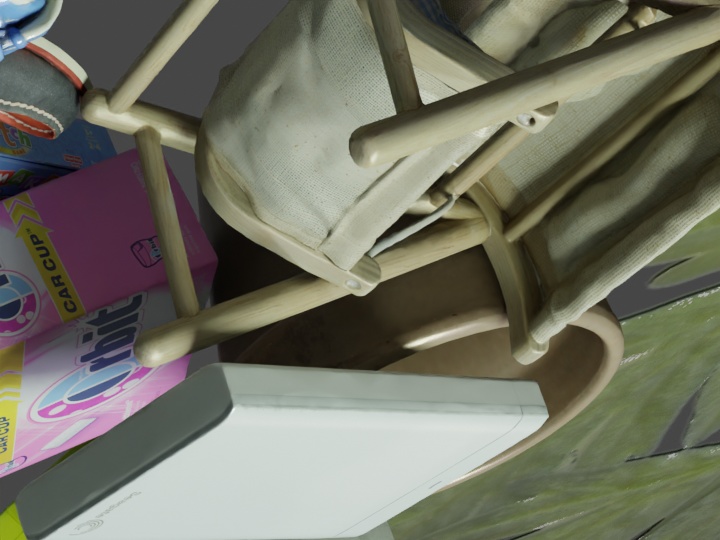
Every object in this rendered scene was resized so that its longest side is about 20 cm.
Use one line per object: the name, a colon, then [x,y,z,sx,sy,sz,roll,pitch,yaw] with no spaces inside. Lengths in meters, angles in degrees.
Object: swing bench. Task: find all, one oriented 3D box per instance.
swing bench: [0.028,-0.056,1.000,0.200,0.130,0.199,-1,155,-31]

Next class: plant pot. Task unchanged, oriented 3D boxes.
plant pot: [0.000,0.000,1.220,0.200,0.175,0.200,-20,157,-9]

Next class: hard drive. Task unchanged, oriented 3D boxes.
hard drive: [-0.030,0.080,1.103,0.132,0.027,0.200,-34,154,34]

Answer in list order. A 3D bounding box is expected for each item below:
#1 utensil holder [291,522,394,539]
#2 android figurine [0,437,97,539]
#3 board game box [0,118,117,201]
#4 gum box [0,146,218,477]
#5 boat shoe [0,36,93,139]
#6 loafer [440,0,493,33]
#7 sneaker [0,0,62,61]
utensil holder: [-0.075,0.228,1.654,0.200,0.170,0.170,-17,156,-9]
android figurine: [-0.175,0.144,1.419,0.182,0.041,0.200,-48,179,42]
board game box: [-0.225,-0.009,1.163,0.200,0.037,0.151,-36,155,27]
gum box: [-0.140,0.027,1.199,0.113,0.066,0.200,-23,163,-18]
boat shoe: [-0.180,-0.079,0.992,0.071,0.063,0.200,9,172,34]
loafer: [0.057,-0.095,1.181,0.076,0.068,0.200,-1,161,28]
sneaker: [-0.157,-0.093,0.898,0.200,0.077,0.076,-56,137,-2]
